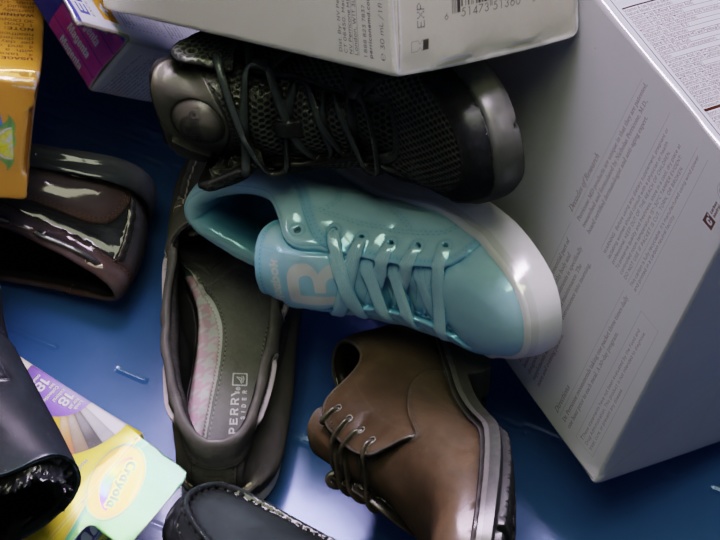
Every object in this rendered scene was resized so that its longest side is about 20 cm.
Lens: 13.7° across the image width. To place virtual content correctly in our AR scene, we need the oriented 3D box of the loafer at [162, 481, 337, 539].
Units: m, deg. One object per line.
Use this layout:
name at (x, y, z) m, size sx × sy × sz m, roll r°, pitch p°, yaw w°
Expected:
loafer at (0.002, 0.145, 1.269) m, size 0.200 × 0.071 × 0.068 m, roll 35°, pitch 39°, yaw 21°

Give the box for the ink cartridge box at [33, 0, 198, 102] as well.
ink cartridge box at (-0.139, -0.164, 1.394) m, size 0.043 × 0.200 × 0.197 m, roll -40°, pitch 70°, yaw 19°

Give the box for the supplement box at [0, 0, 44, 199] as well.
supplement box at (-0.181, -0.111, 1.399) m, size 0.069 × 0.067 × 0.200 m, roll 4°, pitch 30°, yaw -10°

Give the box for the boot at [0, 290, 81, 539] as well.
boot at (-0.232, 0.060, 1.283) m, size 0.199 × 0.077 × 0.168 m, roll -13°, pitch 50°, yaw -12°

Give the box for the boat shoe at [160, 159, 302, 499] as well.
boat shoe at (-0.058, 0.012, 1.370) m, size 0.067 × 0.057 × 0.201 m, roll -2°, pitch 58°, yaw 3°

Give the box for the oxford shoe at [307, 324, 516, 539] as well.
oxford shoe at (0.021, 0.087, 1.277) m, size 0.084 × 0.073 × 0.200 m, roll -3°, pitch 25°, yaw -7°

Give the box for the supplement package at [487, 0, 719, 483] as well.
supplement package at (0.132, -0.057, 1.300) m, size 0.147 × 0.192 × 0.200 m, roll -15°, pitch 56°, yaw -32°

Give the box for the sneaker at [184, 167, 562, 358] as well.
sneaker at (0.000, 0.000, 1.302) m, size 0.082 × 0.074 × 0.200 m, roll -30°, pitch 36°, yaw -29°

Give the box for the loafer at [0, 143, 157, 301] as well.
loafer at (-0.197, -0.025, 1.399) m, size 0.199 × 0.072 × 0.063 m, roll 5°, pitch 63°, yaw 4°

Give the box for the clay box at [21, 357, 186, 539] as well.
clay box at (-0.183, 0.089, 1.336) m, size 0.200 × 0.048 × 0.115 m, roll 31°, pitch 65°, yaw 23°

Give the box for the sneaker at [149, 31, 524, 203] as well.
sneaker at (-0.015, -0.063, 1.268) m, size 0.114 × 0.076 × 0.199 m, roll -22°, pitch 29°, yaw -24°

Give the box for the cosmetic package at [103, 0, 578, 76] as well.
cosmetic package at (-0.013, -0.137, 1.247) m, size 0.105 × 0.071 × 0.200 m, roll -16°, pitch 22°, yaw -38°
